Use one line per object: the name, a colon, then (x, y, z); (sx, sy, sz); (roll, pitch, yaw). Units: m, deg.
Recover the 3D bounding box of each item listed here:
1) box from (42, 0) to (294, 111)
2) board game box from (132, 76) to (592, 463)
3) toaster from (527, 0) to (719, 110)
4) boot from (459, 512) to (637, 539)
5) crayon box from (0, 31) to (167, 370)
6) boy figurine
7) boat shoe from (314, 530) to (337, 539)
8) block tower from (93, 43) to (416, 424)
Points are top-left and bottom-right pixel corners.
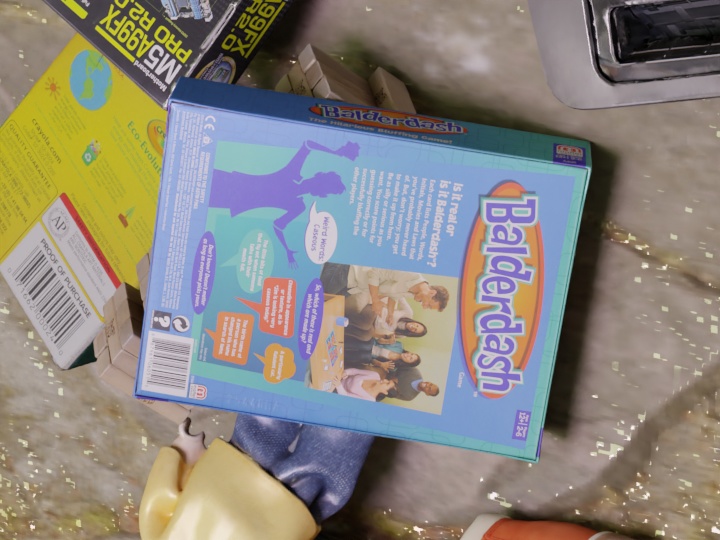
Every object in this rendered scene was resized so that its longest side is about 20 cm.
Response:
box: (-0.107, -0.197, 1.339); (0.200, 0.044, 0.161); (41, 102, 25)
board game box: (0.000, 0.000, 1.264); (0.198, 0.045, 0.153); (10, 110, 1)
toaster: (0.158, -0.166, 1.109); (0.199, 0.118, 0.182); (-2, 99, 41)
boot: (0.069, 0.215, 1.288); (0.107, 0.075, 0.201); (14, 84, 39)
crayon box: (-0.124, -0.055, 1.419); (0.200, 0.051, 0.127); (-44, 72, 37)
boy figurine: (-0.055, 0.132, 1.337); (0.124, 0.064, 0.201); (33, 89, 15)
boat shoe: (-0.029, 0.169, 1.389); (0.199, 0.056, 0.069); (32, 102, 30)
block tower: (-0.055, -0.021, 1.320); (0.200, 0.058, 0.054); (-49, 28, 18)
